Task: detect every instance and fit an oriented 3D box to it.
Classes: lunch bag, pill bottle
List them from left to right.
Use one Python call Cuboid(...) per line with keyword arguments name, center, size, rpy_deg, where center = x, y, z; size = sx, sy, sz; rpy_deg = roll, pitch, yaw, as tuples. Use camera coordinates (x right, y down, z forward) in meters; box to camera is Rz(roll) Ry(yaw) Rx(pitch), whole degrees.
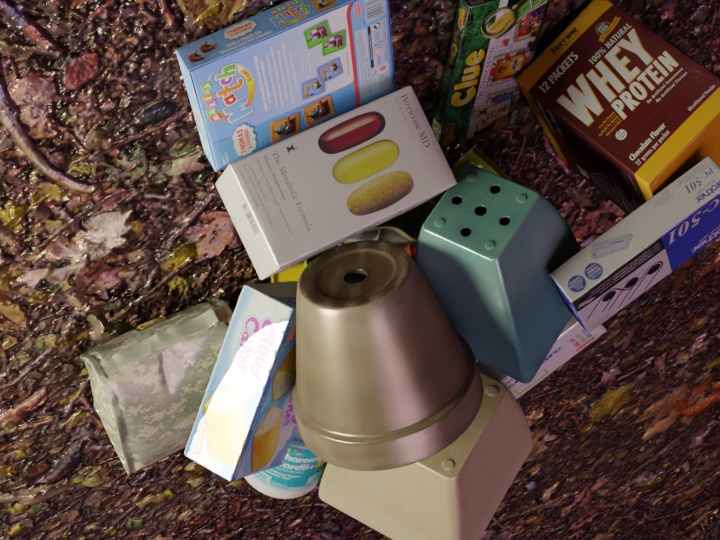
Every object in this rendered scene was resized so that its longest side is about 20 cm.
Cuboid(name="lunch bag", center=(-0.215, 0.114, 1.453), size=(0.164, 0.118, 0.200), rpy_deg=(-23, 152, -18))
Cuboid(name="pill bottle", center=(-0.072, 0.172, 1.543), size=(0.111, 0.111, 0.200), rpy_deg=(-11, 143, -31))

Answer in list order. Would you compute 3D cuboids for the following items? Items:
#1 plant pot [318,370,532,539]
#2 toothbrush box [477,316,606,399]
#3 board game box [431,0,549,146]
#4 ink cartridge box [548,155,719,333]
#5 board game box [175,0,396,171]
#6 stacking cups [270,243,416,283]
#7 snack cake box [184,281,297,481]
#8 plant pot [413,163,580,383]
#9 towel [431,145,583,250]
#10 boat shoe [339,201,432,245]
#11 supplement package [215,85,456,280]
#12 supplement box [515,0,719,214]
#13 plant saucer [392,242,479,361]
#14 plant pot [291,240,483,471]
Cuboid(name="plant pot", center=(0.078, 0.197, 1.533), size=(0.200, 0.199, 0.177), rpy_deg=(-56, 161, -26))
Cuboid(name="toothbrush box", center=(0.179, 0.032, 1.604), size=(0.146, 0.200, 0.086), rpy_deg=(-39, 150, 10))
Cuboid(name="board game box", center=(0.136, -0.218, 1.387), size=(0.105, 0.023, 0.200), rpy_deg=(-17, 146, -20))
Cuboid(name="ink cartridge box", center=(0.293, -0.024, 1.344), size=(0.200, 0.044, 0.094), rpy_deg=(-37, 150, 2))
Cuboid(name="board game box", center=(-0.065, -0.187, 1.235), size=(0.200, 0.037, 0.151), rpy_deg=(-26, 150, -12))
Cuboid(name="stacking cups", center=(0.000, 0.000, 1.483), size=(0.200, 0.061, 0.061), rpy_deg=(-13, 148, 2))
Cuboid(name="snack cake box", center=(-0.104, 0.116, 1.408), size=(0.115, 0.067, 0.200), rpy_deg=(-3, 115, -63))
Cuboid(name="plant pot", center=(0.139, -0.010, 1.372), size=(0.141, 0.141, 0.200), rpy_deg=(-54, 151, -19))
Cuboid(name="towel", center=(0.174, -0.046, 1.513), size=(0.086, 0.200, 0.018), rpy_deg=(-46, 178, 21))
Cuboid(name="boat shoe", center=(0.011, -0.062, 1.458), size=(0.068, 0.075, 0.200), rpy_deg=(-17, 167, 32))
Cuboid(name="supplement package", center=(-0.026, -0.086, 1.300), size=(0.200, 0.114, 0.110), rpy_deg=(-26, 180, -15))
Cuboid(name="supplement box", center=(0.306, -0.156, 1.432), size=(0.133, 0.200, 0.197), rpy_deg=(-46, 149, 0))
Cuboid(name="plant saucer", center=(0.075, 0.043, 1.500), size=(0.201, 0.201, 0.039), rpy_deg=(-27, 148, -8))
Cuboid(name="plant pot", center=(0.014, 0.071, 1.326), size=(0.200, 0.200, 0.174), rpy_deg=(-23, 124, -14))
